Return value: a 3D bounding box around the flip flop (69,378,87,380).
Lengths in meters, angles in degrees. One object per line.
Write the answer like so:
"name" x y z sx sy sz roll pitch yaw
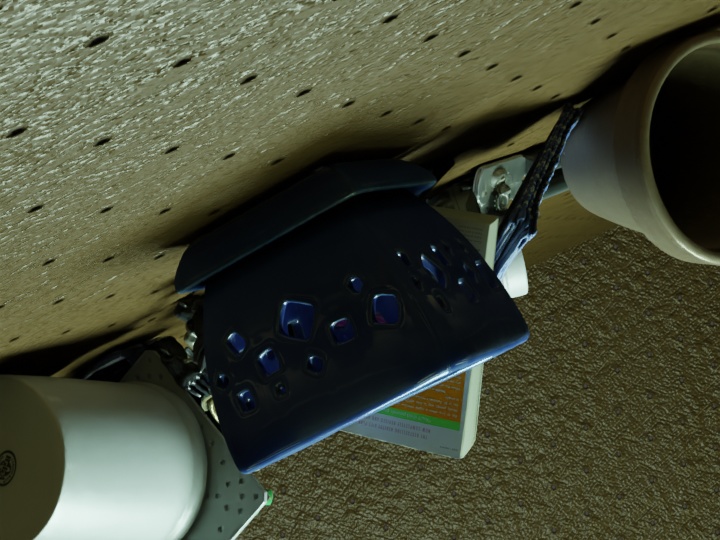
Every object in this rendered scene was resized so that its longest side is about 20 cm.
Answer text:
"flip flop" -0.349 0.155 1.599 0.200 0.058 0.081 -26 174 4

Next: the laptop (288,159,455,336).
"laptop" 0.000 0.000 1.502 0.200 0.103 0.177 -24 175 -15

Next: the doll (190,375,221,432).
"doll" -0.149 0.152 1.666 0.048 0.137 0.200 -38 -174 31

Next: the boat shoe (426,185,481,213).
"boat shoe" 0.072 -0.033 1.483 0.065 0.075 0.202 -16 -178 -3

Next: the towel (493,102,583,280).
"towel" 0.140 -0.045 1.444 0.145 0.024 0.200 -62 178 41

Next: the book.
"book" 0.037 0.045 1.371 0.133 0.201 0.048 10 -164 17

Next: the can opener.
"can opener" 0.164 -0.099 1.689 0.067 0.053 0.200 11 -159 38

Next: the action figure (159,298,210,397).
"action figure" -0.113 0.056 1.472 0.200 0.102 0.119 -28 -139 67

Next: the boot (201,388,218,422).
"boot" -0.104 0.091 1.656 0.155 0.072 0.200 -64 -179 -18

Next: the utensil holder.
"utensil holder" -0.261 0.179 1.478 0.170 0.170 0.200 -28 160 23

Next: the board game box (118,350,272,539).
"board game box" -0.200 0.214 1.568 0.200 0.200 0.026 -49 153 14

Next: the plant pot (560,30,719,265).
"plant pot" 0.275 -0.105 1.467 0.200 0.201 0.174 -23 -169 -26

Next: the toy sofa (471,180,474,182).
"toy sofa" 0.065 -0.017 1.739 0.200 0.083 0.098 -26 176 3

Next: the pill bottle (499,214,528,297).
"pill bottle" 0.062 0.009 1.654 0.199 0.113 0.113 -15 174 -1

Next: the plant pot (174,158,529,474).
"plant pot" -0.013 0.023 1.264 0.200 0.180 0.200 -28 173 23

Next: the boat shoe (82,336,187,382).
"boat shoe" -0.276 0.133 1.714 0.200 0.075 0.093 -39 165 27
